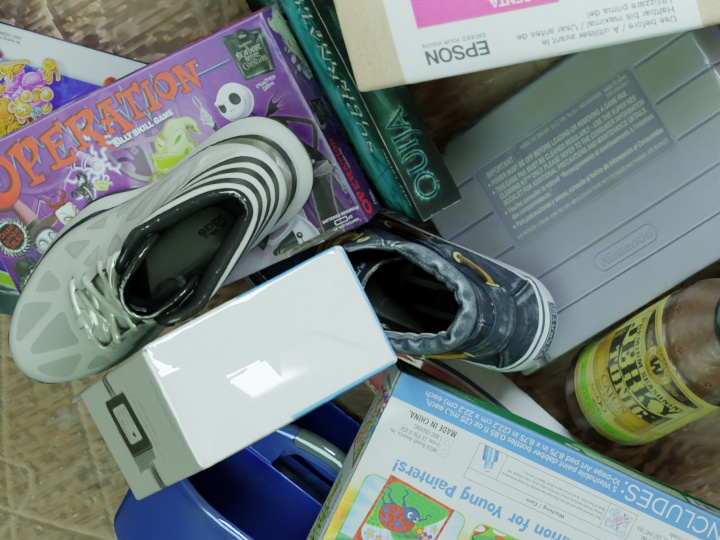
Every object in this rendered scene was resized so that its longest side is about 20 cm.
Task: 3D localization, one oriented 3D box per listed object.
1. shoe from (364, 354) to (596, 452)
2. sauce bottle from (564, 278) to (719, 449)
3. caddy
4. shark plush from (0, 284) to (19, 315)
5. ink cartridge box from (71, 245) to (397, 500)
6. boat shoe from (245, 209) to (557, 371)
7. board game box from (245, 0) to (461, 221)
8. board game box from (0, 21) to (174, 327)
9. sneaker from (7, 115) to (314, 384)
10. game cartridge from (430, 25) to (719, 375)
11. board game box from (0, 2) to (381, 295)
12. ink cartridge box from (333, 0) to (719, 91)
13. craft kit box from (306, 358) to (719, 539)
[{"bbox_3d":[0.058,0.109,1.581,0.200,0.091,0.071,37,158,-4],"label":"shoe"},{"bbox_3d":[0.168,0.040,1.481,0.065,0.065,0.200,43,153,-4],"label":"sauce bottle"},{"bbox_3d":[-0.035,0.133,1.608,0.200,0.141,0.105,37,124,-1],"label":"caddy"},{"bbox_3d":[-0.208,0.017,1.646,0.199,0.083,0.091,21,120,9],"label":"shark plush"},{"bbox_3d":[-0.068,0.057,1.496,0.067,0.115,0.200,61,162,1],"label":"ink cartridge box"},{"bbox_3d":[0.000,0.000,1.522,0.199,0.091,0.071,15,91,35],"label":"boat shoe"},{"bbox_3d":[-0.023,-0.123,1.491,0.028,0.135,0.201,-30,104,-12],"label":"board game box"},{"bbox_3d":[-0.180,-0.061,1.593,0.199,0.045,0.135,16,94,12],"label":"board game box"},{"bbox_3d":[-0.119,0.003,1.454,0.200,0.115,0.076,-38,94,27],"label":"sneaker"},{"bbox_3d":[0.125,-0.045,1.500,0.200,0.038,0.130,-33,82,39],"label":"game cartridge"},{"bbox_3d":[-0.101,-0.043,1.512,0.199,0.032,0.121,-24,96,25],"label":"board game box"},{"bbox_3d":[0.103,-0.155,1.404,0.199,0.165,0.076,-8,106,24],"label":"ink cartridge box"},{"bbox_3d":[0.064,0.176,1.525,0.199,0.049,0.198,25,94,-9],"label":"craft kit box"}]
